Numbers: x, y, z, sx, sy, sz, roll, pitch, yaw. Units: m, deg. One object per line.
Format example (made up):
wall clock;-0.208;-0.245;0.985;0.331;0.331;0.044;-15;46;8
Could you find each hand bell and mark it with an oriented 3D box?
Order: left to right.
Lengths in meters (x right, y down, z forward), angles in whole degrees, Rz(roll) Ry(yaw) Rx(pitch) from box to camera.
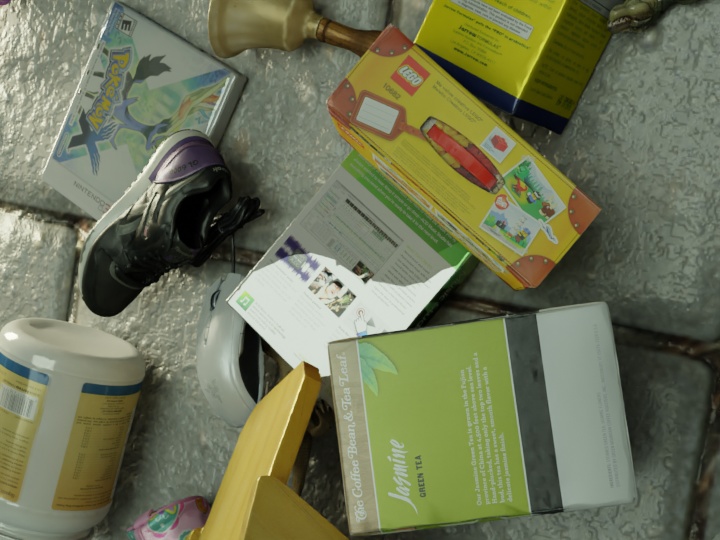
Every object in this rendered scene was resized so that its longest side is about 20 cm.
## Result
hand bell;-0.025;-0.211;1.108;0.197;0.104;0.106;20;98;17

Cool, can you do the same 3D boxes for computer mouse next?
computer mouse;-0.124;0.040;1.140;0.109;0.043;0.203;-21;68;43

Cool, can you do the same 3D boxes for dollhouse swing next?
dollhouse swing;-0.043;0.210;1.006;0.181;0.176;0.200;39;147;-3

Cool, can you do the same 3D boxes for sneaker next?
sneaker;-0.190;-0.028;1.152;0.201;0.075;0.088;-55;44;16

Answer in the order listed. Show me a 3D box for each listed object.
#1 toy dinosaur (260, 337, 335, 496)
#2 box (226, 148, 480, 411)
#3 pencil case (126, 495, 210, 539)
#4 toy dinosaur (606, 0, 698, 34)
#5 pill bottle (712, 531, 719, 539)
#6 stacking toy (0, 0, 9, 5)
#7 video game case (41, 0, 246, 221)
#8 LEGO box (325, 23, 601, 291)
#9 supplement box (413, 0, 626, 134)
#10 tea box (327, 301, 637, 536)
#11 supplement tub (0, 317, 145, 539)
toy dinosaur;-0.050;0.132;1.122;0.100;0.058;0.203;-26;67;42
box;0.000;0.000;1.066;0.144;0.036;0.201;42;94;19
pencil case;-0.145;0.310;1.143;0.087;0.087;0.202;-30;72;26
toy dinosaur;0.269;-0.245;0.936;0.198;0.048;0.089;-17;121;27
pill bottle;0.313;0.269;0.858;0.199;0.110;0.112;35;104;27
stacking toy;-0.403;-0.314;1.326;0.115;0.109;0.203;15;106;27
video game case;-0.219;-0.139;1.242;0.181;0.022;0.202;33;104;27
LEGO box;0.074;-0.078;0.952;0.200;0.149;0.077;42;90;3
supplement box;0.141;-0.226;0.984;0.109;0.108;0.202;32;103;27
tea box;0.090;0.106;0.915;0.193;0.200;0.136;-8;83;8
supplement tub;-0.295;0.160;1.202;0.143;0.144;0.203;20;97;29
